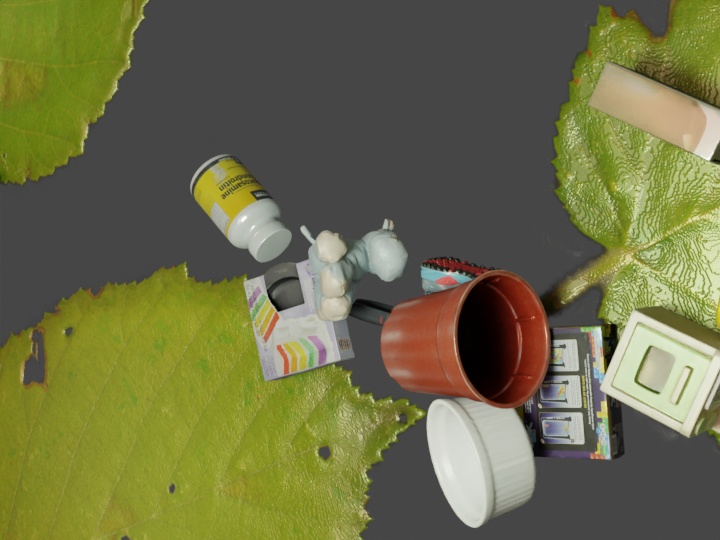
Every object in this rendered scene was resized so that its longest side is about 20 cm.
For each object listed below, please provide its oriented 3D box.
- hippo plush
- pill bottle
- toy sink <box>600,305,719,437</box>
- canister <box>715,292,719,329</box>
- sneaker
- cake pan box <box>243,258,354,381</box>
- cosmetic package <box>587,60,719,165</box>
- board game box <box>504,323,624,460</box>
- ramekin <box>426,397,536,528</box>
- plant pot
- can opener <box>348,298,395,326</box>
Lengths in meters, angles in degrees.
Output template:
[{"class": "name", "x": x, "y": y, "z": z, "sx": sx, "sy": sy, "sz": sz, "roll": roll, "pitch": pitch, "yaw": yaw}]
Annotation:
[{"class": "hippo plush", "x": 0.000, "y": 0.000, "z": 1.803, "sx": 0.200, "sy": 0.160, "sz": 0.160, "roll": -156, "pitch": 60, "yaw": -77}, {"class": "pill bottle", "x": -0.215, "y": -0.111, "z": 1.971, "sx": 0.200, "sy": 0.112, "sz": 0.112, "roll": 48, "pitch": 116, "yaw": 24}, {"class": "toy sink", "x": 0.460, "y": 0.150, "z": 1.503, "sx": 0.200, "sy": 0.112, "sz": 0.131, "roll": 29, "pitch": 107, "yaw": 31}, {"class": "canister", "x": 0.588, "y": 0.032, "z": 1.428, "sx": 0.200, "sy": 0.086, "sz": 0.149, "roll": 14, "pitch": 99, "yaw": 35}, {"class": "sneaker", "x": 0.186, "y": 0.043, "z": 1.730, "sx": 0.200, "sy": 0.079, "sz": 0.096, "roll": 20, "pitch": 119, "yaw": 37}, {"class": "cake pan box", "x": -0.112, "y": 0.084, "z": 1.942, "sx": 0.184, "sy": 0.052, "sz": 0.200, "roll": -16, "pitch": 81, "yaw": 32}, {"class": "cosmetic package", "x": 0.435, "y": -0.221, "z": 1.520, "sx": 0.200, "sy": 0.105, "sz": 0.071, "roll": 33, "pitch": 109, "yaw": 32}, {"class": "board game box", "x": 0.309, "y": 0.184, "z": 1.644, "sx": 0.165, "sy": 0.057, "sz": 0.200, "roll": -4, "pitch": 89, "yaw": 37}, {"class": "ramekin", "x": 0.187, "y": 0.284, "z": 1.657, "sx": 0.200, "sy": 0.098, "sz": 0.201, "roll": 167, "pitch": 90, "yaw": -73}, {"class": "plant pot", "x": 0.147, "y": 0.107, "z": 1.625, "sx": 0.195, "sy": 0.200, "sz": 0.201, "roll": -8, "pitch": 86, "yaw": 51}, {"class": "can opener", "x": 0.052, "y": 0.082, "z": 1.817, "sx": 0.200, "sy": 0.063, "sz": 0.079, "roll": 17, "pitch": 101, "yaw": 33}]
